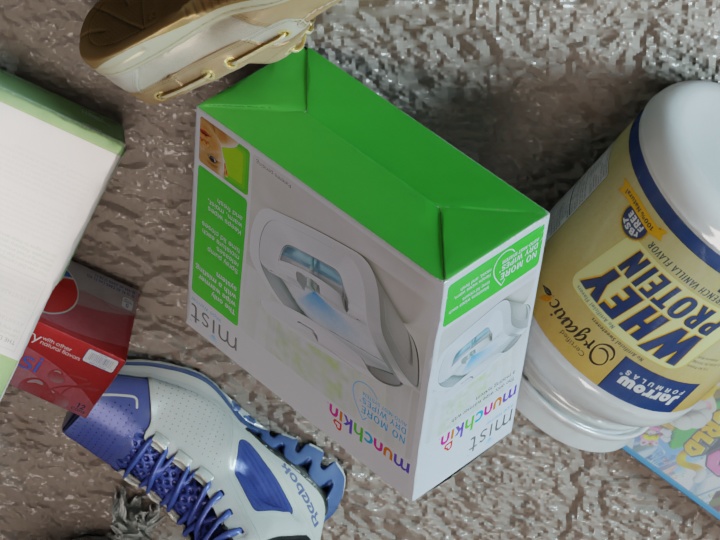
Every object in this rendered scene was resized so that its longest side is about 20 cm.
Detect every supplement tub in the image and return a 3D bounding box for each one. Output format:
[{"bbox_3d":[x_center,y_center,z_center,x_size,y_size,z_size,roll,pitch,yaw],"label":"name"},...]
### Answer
[{"bbox_3d":[0.174,0.001,1.510,0.144,0.145,0.200,27,128,-18],"label":"supplement tub"}]

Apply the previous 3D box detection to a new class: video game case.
[{"bbox_3d":[0.255,0.102,1.676,0.200,0.018,0.143,36,125,-24],"label":"video game case"}]

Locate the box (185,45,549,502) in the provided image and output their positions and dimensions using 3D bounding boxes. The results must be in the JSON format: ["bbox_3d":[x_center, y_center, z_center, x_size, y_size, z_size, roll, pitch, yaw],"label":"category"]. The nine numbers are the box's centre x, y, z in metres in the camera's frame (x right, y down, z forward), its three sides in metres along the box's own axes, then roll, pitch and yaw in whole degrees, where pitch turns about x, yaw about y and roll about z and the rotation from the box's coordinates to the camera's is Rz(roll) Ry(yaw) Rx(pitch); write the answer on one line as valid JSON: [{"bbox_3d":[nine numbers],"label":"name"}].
[{"bbox_3d":[0.000,0.000,1.494,0.200,0.096,0.177,37,139,28],"label":"box"}]

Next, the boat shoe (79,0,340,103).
[{"bbox_3d":[-0.061,-0.152,1.452,0.199,0.074,0.069,-19,139,22],"label":"boat shoe"}]

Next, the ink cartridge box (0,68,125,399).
[{"bbox_3d":[-0.246,-0.023,1.538,0.145,0.048,0.201,24,104,-16],"label":"ink cartridge box"}]

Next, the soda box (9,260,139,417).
[{"bbox_3d":[-0.242,0.013,1.608,0.199,0.070,0.063,25,130,-17],"label":"soda box"}]

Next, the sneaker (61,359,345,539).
[{"bbox_3d":[-0.099,0.145,1.682,0.199,0.116,0.081,28,127,-18],"label":"sneaker"}]

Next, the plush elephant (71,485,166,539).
[{"bbox_3d":[-0.181,0.271,1.772,0.164,0.155,0.201,13,132,-7],"label":"plush elephant"}]
